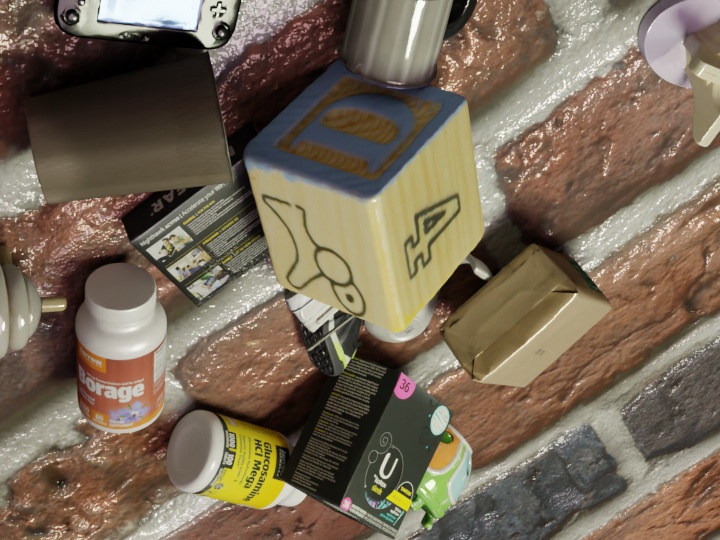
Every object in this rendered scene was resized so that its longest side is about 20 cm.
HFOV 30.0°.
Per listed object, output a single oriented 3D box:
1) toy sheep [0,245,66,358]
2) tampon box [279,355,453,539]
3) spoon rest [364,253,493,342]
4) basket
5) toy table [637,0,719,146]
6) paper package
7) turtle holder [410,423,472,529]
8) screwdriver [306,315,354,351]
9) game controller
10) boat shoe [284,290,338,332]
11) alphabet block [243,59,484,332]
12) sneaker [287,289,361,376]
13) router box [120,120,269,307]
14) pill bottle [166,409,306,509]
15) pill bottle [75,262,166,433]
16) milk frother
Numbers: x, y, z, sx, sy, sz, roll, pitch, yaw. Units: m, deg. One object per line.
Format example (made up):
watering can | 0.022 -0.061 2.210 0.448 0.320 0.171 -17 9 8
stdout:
toy sheep | -0.429 0.039 1.505 0.197 0.139 0.139 -8 134 -22
tampon box | 0.011 0.243 1.879 0.150 0.125 0.202 38 74 -46
spoon rest | 0.090 0.035 1.850 0.199 0.061 0.099 -35 138 25
basket | -0.244 -0.144 1.422 0.197 0.181 0.138 -12 116 -6
toy table | 0.457 -0.265 1.711 0.198 0.118 0.185 0 130 -29
paper package | 0.232 0.065 1.861 0.190 0.104 0.199 -42 159 14
turtle holder | 0.110 0.308 2.049 0.132 0.141 0.186 -43 129 -9
screwdriver | -0.007 0.058 1.765 0.199 0.028 0.029 -39 163 -36
game controller | -0.216 -0.284 1.382 0.198 0.042 0.105 0 130 -29
boat shoe | 0.000 0.000 1.678 0.199 0.074 0.066 -36 102 10
alphabet block | 0.009 -0.086 1.523 0.196 0.194 0.202 -46 142 -31
sneaker | -0.040 0.052 1.794 0.083 0.071 0.202 -42 144 -30
router box | -0.163 -0.065 1.610 0.199 0.051 0.149 -36 135 6
pill bottle | -0.164 0.270 1.881 0.199 0.113 0.113 22 118 -41
pill bottle | -0.293 0.094 1.645 0.111 0.113 0.202 -10 134 -20
milk frother | 0.093 -0.283 1.436 0.178 0.201 0.190 -9 134 -26
